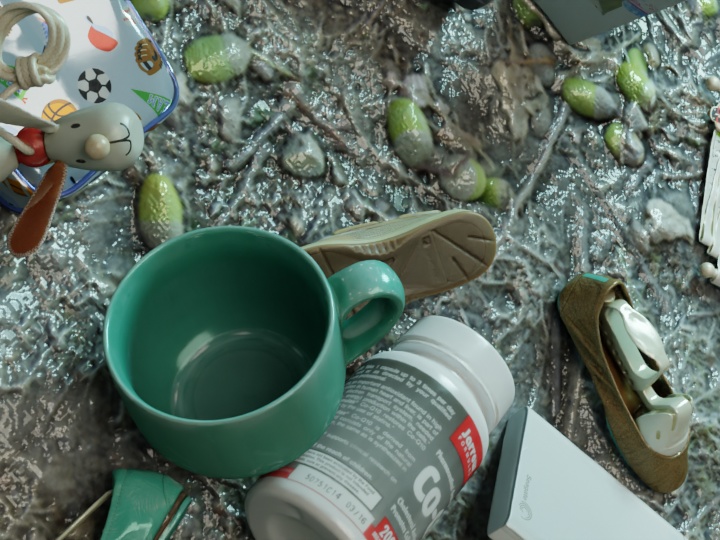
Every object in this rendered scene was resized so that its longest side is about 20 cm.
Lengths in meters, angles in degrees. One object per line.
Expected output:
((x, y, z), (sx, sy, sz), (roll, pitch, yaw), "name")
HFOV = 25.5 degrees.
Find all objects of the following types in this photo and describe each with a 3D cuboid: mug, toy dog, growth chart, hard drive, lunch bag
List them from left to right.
((-0.243, -0.065, 0.978), (0.200, 0.096, 0.132), (-31, 104, 11), "toy dog")
((-0.230, -0.147, 1.068), (0.160, 0.076, 0.200), (-42, 103, -26), "lunch bag")
((-0.071, 0.065, 1.067), (0.185, 0.115, 0.152), (9, 59, 12), "mug")
((0.186, 0.211, 1.239), (0.200, 0.027, 0.132), (39, 36, -16), "hard drive")
((0.358, -0.062, 1.432), (0.144, 0.018, 0.201), (14, 75, -29), "growth chart")

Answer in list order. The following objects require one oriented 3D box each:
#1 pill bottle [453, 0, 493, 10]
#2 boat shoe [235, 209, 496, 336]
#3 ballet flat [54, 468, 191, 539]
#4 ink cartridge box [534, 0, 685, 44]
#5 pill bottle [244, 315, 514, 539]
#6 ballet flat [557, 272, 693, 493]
((0.040, -0.299, 1.236), (0.200, 0.106, 0.106), (33, 66, -21), "pill bottle")
((0.000, 0.000, 1.183), (0.200, 0.065, 0.072), (-19, 104, -13), "boat shoe")
((-0.184, 0.217, 1.041), (0.070, 0.067, 0.200), (26, 66, 2), "ballet flat")
((0.242, -0.280, 1.299), (0.085, 0.200, 0.145), (48, 62, -18), "ink cartridge box")
((0.020, 0.131, 1.135), (0.114, 0.114, 0.200), (52, 56, -12), "pill bottle")
((0.229, 0.091, 1.294), (0.068, 0.072, 0.200), (-27, 95, -32), "ballet flat")
